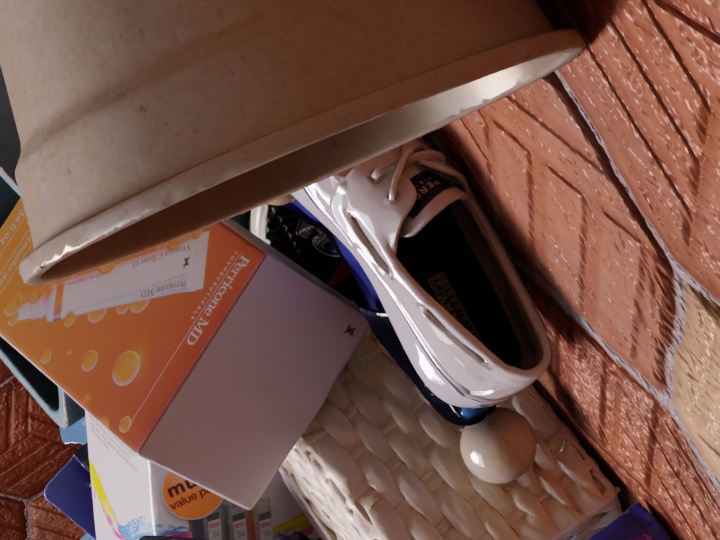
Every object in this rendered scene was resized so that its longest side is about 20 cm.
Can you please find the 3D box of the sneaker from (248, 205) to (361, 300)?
[{"bbox_3d":[-0.048,-0.025,1.344,0.093,0.070,0.200,45,170,29],"label":"sneaker"}]

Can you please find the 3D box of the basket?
[{"bbox_3d":[0.046,0.118,1.146,0.200,0.135,0.123,50,168,32],"label":"basket"}]

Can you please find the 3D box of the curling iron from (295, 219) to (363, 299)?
[{"bbox_3d":[0.000,0.000,1.306,0.049,0.026,0.200,14,162,15],"label":"curling iron"}]

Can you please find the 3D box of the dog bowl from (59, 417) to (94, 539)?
[{"bbox_3d":[-0.151,0.156,1.482,0.111,0.050,0.200,16,-128,-46],"label":"dog bowl"}]

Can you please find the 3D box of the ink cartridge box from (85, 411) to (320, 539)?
[{"bbox_3d":[-0.084,0.145,1.306,0.145,0.145,0.201,-150,53,-64],"label":"ink cartridge box"}]

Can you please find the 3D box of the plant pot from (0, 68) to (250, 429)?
[{"bbox_3d":[-0.171,-0.055,1.394,0.196,0.200,0.197,43,146,34],"label":"plant pot"}]

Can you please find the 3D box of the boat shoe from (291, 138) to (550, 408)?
[{"bbox_3d":[0.021,-0.027,0.956,0.200,0.072,0.066,61,151,1],"label":"boat shoe"}]

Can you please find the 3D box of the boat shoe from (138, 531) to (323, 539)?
[{"bbox_3d":[-0.037,0.183,1.213,0.076,0.199,0.061,-35,56,57],"label":"boat shoe"}]

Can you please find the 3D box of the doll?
[{"bbox_3d":[0.024,0.024,1.054,0.200,0.048,0.136,51,176,-6],"label":"doll"}]

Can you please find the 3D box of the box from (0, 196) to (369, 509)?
[{"bbox_3d":[-0.111,0.020,1.132,0.200,0.125,0.097,33,180,44],"label":"box"}]

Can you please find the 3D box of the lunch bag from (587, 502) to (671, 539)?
[{"bbox_3d":[0.127,0.229,1.041,0.200,0.150,0.094,58,172,-17],"label":"lunch bag"}]

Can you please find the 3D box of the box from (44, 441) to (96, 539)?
[{"bbox_3d":[-0.104,0.114,1.391,0.121,0.200,0.032,44,175,-23],"label":"box"}]

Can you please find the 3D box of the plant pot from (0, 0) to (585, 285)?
[{"bbox_3d":[-0.052,-0.118,0.681,0.200,0.200,0.184,156,91,-82],"label":"plant pot"}]
